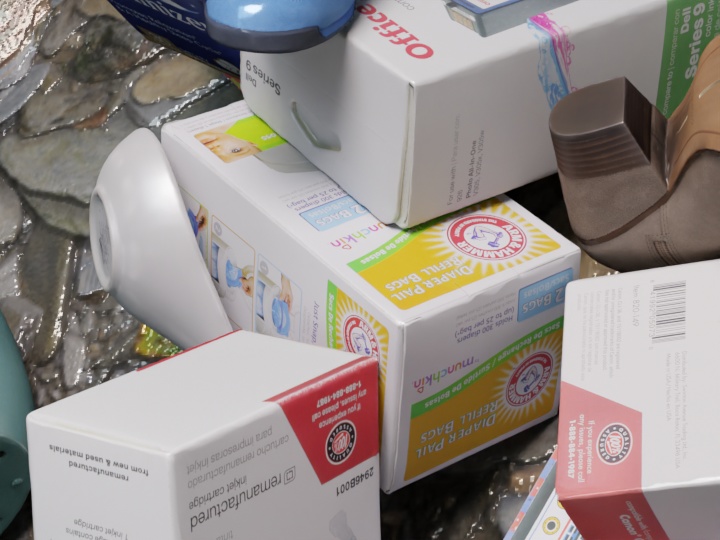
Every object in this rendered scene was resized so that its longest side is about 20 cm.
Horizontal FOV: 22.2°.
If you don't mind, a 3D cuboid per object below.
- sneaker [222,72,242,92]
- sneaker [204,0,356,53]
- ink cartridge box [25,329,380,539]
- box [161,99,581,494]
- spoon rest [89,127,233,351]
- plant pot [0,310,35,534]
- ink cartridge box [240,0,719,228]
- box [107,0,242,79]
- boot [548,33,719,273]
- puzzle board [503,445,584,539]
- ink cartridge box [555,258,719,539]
[{"bbox_3d":[-0.053,-0.130,1.044,0.078,0.090,0.200,-49,51,-3],"label":"sneaker"},{"bbox_3d":[-0.016,-0.169,0.840,0.066,0.079,0.200,17,40,18],"label":"sneaker"},{"bbox_3d":[-0.062,0.143,0.800,0.084,0.144,0.200,11,109,34],"label":"ink cartridge box"},{"bbox_3d":[0.000,0.000,0.902,0.112,0.101,0.200,-21,42,-30],"label":"box"},{"bbox_3d":[-0.092,0.026,0.903,0.061,0.099,0.200,-5,71,-19],"label":"spoon rest"},{"bbox_3d":[-0.270,0.079,0.993,0.201,0.201,0.161,-42,60,3],"label":"plant pot"},{"bbox_3d":[0.059,-0.114,0.905,0.200,0.088,0.145,-22,42,-28],"label":"ink cartridge box"},{"bbox_3d":[-0.108,-0.158,0.926,0.121,0.200,0.032,27,79,32],"label":"box"},{"bbox_3d":[0.182,-0.038,0.813,0.200,0.146,0.070,-3,57,36],"label":"boot"},{"bbox_3d":[0.113,0.165,0.822,0.151,0.017,0.200,23,76,38],"label":"puzzle board"},{"bbox_3d":[0.191,0.054,0.794,0.200,0.068,0.117,-9,52,23],"label":"ink cartridge box"}]
